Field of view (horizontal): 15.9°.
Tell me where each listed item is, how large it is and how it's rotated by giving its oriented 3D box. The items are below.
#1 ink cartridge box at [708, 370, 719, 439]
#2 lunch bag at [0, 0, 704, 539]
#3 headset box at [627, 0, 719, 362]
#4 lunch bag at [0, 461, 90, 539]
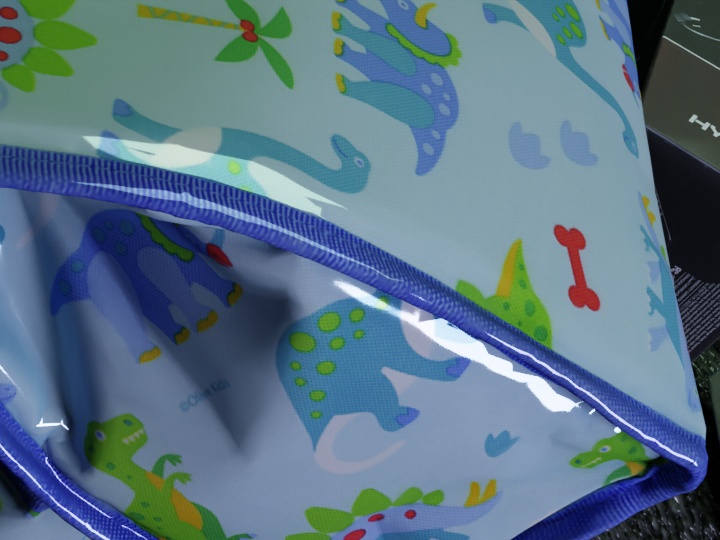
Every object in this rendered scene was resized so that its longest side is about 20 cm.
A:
[{"bbox_3d":[0.261,0.120,1.222,0.200,0.067,0.116,35,31,-27],"label":"ink cartridge box"},{"bbox_3d":[-0.036,-0.033,0.559,0.200,0.127,0.170,32,35,-34],"label":"lunch bag"},{"bbox_3d":[0.109,-0.060,0.888,0.077,0.149,0.200,31,49,-8],"label":"headset box"},{"bbox_3d":[-0.101,0.039,0.691,0.127,0.170,0.200,52,30,5],"label":"lunch bag"}]
